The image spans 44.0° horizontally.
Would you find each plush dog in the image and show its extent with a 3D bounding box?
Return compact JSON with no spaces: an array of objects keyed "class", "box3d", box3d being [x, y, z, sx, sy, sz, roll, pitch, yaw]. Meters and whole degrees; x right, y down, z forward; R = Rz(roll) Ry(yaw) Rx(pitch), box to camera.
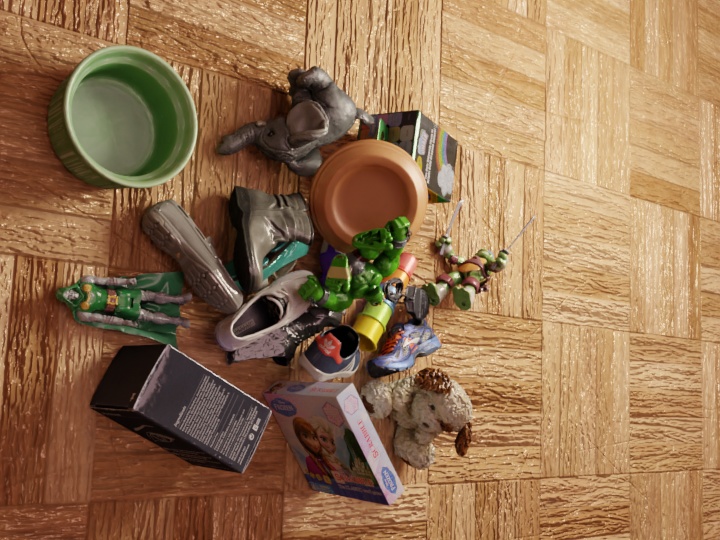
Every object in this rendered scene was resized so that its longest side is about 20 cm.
[{"class":"plush dog","box3d":[0.125,0.241,1.576,0.160,0.172,0.200,-46,114,-34]}]

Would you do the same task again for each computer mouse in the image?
[{"class":"computer mouse","box3d":[0.075,0.049,1.568,0.200,0.034,0.059,28,65,-63]}]

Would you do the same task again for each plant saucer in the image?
[{"class":"plant saucer","box3d":[0.015,-0.114,1.470,0.200,0.037,0.201,-2,105,-7]}]

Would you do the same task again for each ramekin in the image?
[{"class":"ramekin","box3d":[-0.344,-0.210,1.271,0.200,0.098,0.200,4,83,-40]}]

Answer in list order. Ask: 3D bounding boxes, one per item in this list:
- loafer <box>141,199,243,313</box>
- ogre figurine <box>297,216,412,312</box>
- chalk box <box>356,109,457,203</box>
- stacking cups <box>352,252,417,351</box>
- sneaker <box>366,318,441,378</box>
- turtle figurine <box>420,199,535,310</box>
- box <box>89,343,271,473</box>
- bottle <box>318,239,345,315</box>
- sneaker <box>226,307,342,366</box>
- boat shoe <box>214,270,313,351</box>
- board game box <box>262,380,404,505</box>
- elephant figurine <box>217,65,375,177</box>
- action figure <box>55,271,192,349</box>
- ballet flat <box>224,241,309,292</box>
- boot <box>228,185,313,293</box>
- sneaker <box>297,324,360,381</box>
[{"class":"loafer","box3d":[-0.242,-0.024,1.340,0.200,0.070,0.070,52,45,-6]},{"class":"ogre figurine","box3d":[0.000,0.000,1.434,0.200,0.098,0.120,-55,157,-16]},{"class":"chalk box","box3d":[0.069,-0.203,1.571,0.200,0.124,0.125,24,71,-54]},{"class":"stacking cups","box3d":[0.046,0.050,1.600,0.061,0.060,0.200,47,58,-27]},{"class":"sneaker","box3d":[0.068,0.137,1.606,0.200,0.075,0.079,-25,91,-55]},{"class":"turtle figurine","box3d":[0.199,-0.025,1.677,0.144,0.200,0.194,33,45,9]},{"class":"box","box3d":[-0.256,0.197,1.273,0.200,0.148,0.104,40,62,-31]},{"class":"bottle","box3d":[-0.028,-0.024,1.541,0.083,0.065,0.200,21,73,-30]},{"class":"sneaker","box3d":[-0.120,0.109,1.457,0.200,0.060,0.104,9,77,-33]},{"class":"boat shoe","box3d":[-0.136,0.056,1.385,0.200,0.066,0.072,-29,92,-33]},{"class":"board game box","box3d":[-0.046,0.269,1.411,0.041,0.200,0.200,-36,108,-36]},{"class":"elephant figurine","box3d":[-0.105,-0.223,1.457,0.142,0.155,0.200,54,53,-38]},{"class":"action figure","box3d":[-0.340,0.047,1.279,0.200,0.055,0.118,9,75,-39]},{"class":"ballet flat","box3d":[-0.152,-0.005,1.439,0.200,0.067,0.071,-38,127,-34]},{"class":"boot","box3d":[-0.131,-0.053,1.394,0.130,0.068,0.200,5,53,-21]},{"class":"sneaker","box3d":[-0.028,0.127,1.465,0.075,0.085,0.200,42,13,9]}]
